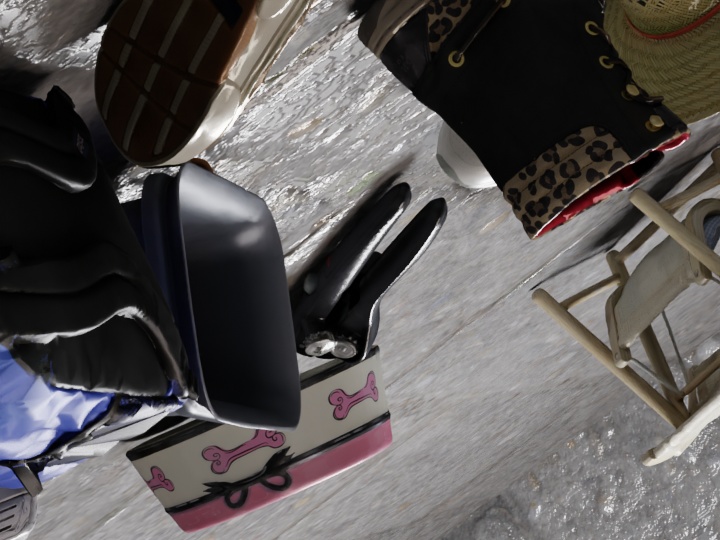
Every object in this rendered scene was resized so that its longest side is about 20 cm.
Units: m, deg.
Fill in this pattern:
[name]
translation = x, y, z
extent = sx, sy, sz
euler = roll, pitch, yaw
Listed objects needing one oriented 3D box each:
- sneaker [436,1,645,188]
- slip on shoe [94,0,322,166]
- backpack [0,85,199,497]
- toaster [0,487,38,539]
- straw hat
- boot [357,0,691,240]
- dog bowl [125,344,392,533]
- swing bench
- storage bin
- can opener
[sneaker]
translation = 0.121, -0.130, 1.558
extent = 0.200, 0.070, 0.080
euler = -41, 163, -5
[slip on shoe]
translation = -0.050, -0.116, 1.104
extent = 0.061, 0.076, 0.200
euler = -17, 152, -39
[backpack]
translation = -0.177, 0.020, 1.066
extent = 0.168, 0.163, 0.200
euler = -33, 170, 9
[toaster]
translation = -0.257, 0.115, 1.304
extent = 0.200, 0.129, 0.114
euler = -22, 162, -48
[straw hat]
translation = 0.176, -0.177, 1.433
extent = 0.201, 0.201, 0.085
euler = -37, 126, 9
[boot]
translation = 0.118, -0.123, 1.337
extent = 0.200, 0.151, 0.073
euler = -33, 168, -6
[dog bowl]
translation = -0.065, 0.125, 1.899
extent = 0.200, 0.074, 0.200
euler = -23, 180, 0
[swing bench]
translation = 0.293, 0.036, 2.352
extent = 0.130, 0.200, 0.199
euler = -26, 166, -39
[storage bin]
translation = -0.123, 0.017, 1.323
extent = 0.134, 0.146, 0.200
euler = -9, 173, 11
[can opener]
translation = 0.000, 0.000, 1.777
extent = 0.063, 0.079, 0.200
euler = 11, 148, -15
